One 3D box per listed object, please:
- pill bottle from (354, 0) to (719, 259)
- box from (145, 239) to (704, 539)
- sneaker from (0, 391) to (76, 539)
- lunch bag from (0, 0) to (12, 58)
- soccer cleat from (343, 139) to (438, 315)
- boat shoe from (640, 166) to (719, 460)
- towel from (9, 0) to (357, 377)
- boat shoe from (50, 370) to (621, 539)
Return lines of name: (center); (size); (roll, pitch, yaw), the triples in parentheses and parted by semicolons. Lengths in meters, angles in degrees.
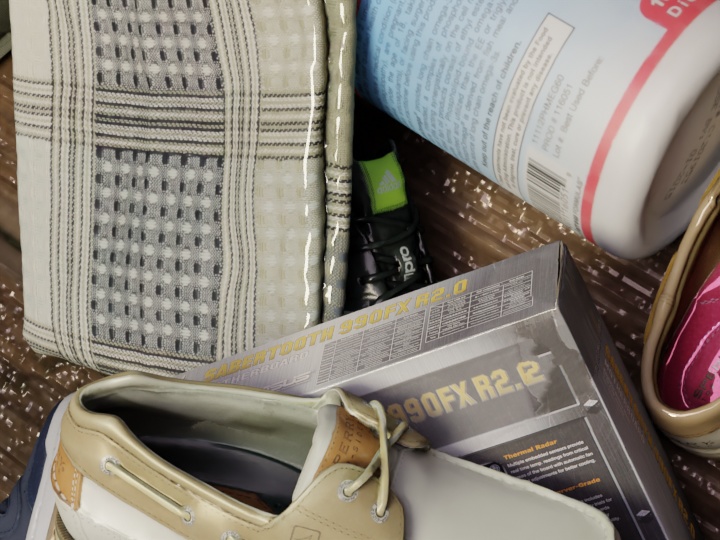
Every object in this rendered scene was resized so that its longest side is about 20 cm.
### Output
pill bottle: (0.054, -0.098, 0.765); (0.199, 0.109, 0.109); (34, 94, 23)
box: (0.014, 0.094, 0.733); (0.199, 0.048, 0.159); (-20, 115, 18)
sneaker: (-0.165, 0.145, 0.835); (0.108, 0.070, 0.202); (9, 87, 21)
lunch bag: (-0.247, -0.131, 0.862); (0.199, 0.164, 0.118); (-35, 64, 15)
soccer cleat: (0.000, 0.000, 0.786); (0.201, 0.067, 0.081); (56, 134, 21)
boat shoe: (0.165, -0.022, 0.728); (0.073, 0.069, 0.201); (26, 92, 24)
towel: (-0.078, -0.049, 0.793); (0.192, 0.034, 0.202); (11, 102, 45)
boat shoe: (-0.008, 0.081, 0.656); (0.198, 0.075, 0.069); (5, 126, 5)
